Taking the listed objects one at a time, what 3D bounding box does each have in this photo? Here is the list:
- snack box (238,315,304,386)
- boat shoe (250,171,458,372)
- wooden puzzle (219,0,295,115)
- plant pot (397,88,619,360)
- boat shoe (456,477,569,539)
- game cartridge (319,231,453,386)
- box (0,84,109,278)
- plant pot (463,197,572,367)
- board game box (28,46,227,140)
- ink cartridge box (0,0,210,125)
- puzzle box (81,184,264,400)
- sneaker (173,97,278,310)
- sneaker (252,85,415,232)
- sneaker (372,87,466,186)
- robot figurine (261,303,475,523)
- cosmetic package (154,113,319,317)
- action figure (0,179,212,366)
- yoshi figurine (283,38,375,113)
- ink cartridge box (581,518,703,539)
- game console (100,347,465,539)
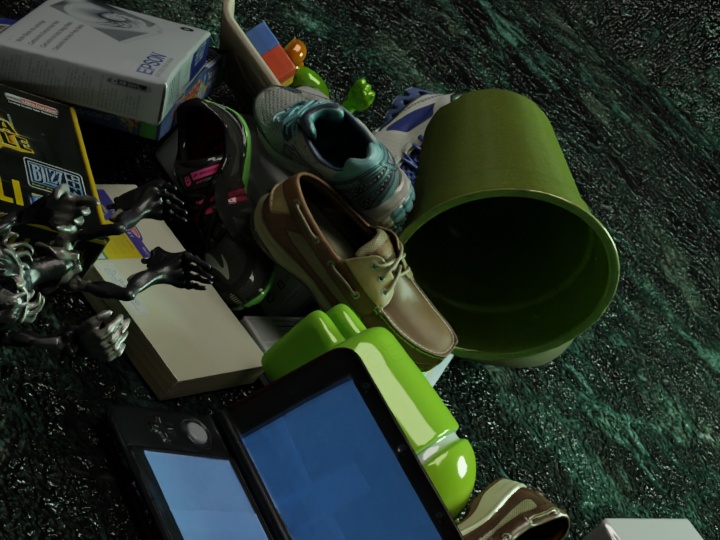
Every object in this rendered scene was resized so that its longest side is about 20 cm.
[{"bbox_3d":[-0.031,0.074,1.326,0.072,0.024,0.200,54,24,22],"label":"snack box"},{"bbox_3d":[0.000,0.000,1.239,0.200,0.074,0.076,40,44,-4],"label":"boat shoe"},{"bbox_3d":[-0.074,-0.156,1.470,0.201,0.046,0.185,59,-10,4],"label":"wooden puzzle"},{"bbox_3d":[0.120,-0.057,1.354,0.200,0.200,0.190,33,36,-26],"label":"plant pot"},{"bbox_3d":[0.088,0.224,1.112,0.075,0.075,0.202,18,41,30],"label":"boat shoe"},{"bbox_3d":[0.027,0.048,1.344,0.134,0.040,0.200,61,33,-15],"label":"game cartridge"},{"bbox_3d":[-0.289,-0.081,1.092,0.199,0.049,0.160,16,37,-35],"label":"box"},{"bbox_3d":[0.109,0.002,1.504,0.134,0.201,0.201,-5,50,-37],"label":"plant pot"},{"bbox_3d":[-0.210,-0.174,1.363,0.135,0.035,0.200,15,23,5],"label":"board game box"},{"bbox_3d":[-0.239,-0.186,1.269,0.199,0.041,0.200,13,22,0],"label":"ink cartridge box"},{"bbox_3d":[-0.168,0.012,1.200,0.200,0.025,0.133,52,24,17],"label":"puzzle box"},{"bbox_3d":[-0.124,-0.056,1.282,0.084,0.076,0.201,36,33,-59],"label":"sneaker"},{"bbox_3d":[-0.029,-0.118,1.295,0.200,0.078,0.086,39,-14,39],"label":"sneaker"},{"bbox_3d":[0.057,-0.116,1.511,0.081,0.115,0.200,52,55,-26],"label":"sneaker"},{"bbox_3d":[0.010,0.126,1.179,0.200,0.116,0.175,53,21,10],"label":"robot figurine"},{"bbox_3d":[-0.088,-0.053,1.387,0.200,0.074,0.102,54,23,19],"label":"cosmetic package"},{"bbox_3d":[-0.194,-0.001,1.009,0.200,0.102,0.119,-23,105,-41],"label":"action figure"},{"bbox_3d":[-0.030,-0.144,1.592,0.200,0.112,0.112,50,18,-6],"label":"yoshi figurine"},{"bbox_3d":[0.172,0.288,1.070,0.147,0.200,0.145,11,39,-54],"label":"ink cartridge box"},{"bbox_3d":[-0.053,0.148,1.038,0.172,0.119,0.200,16,35,-50],"label":"game console"}]
